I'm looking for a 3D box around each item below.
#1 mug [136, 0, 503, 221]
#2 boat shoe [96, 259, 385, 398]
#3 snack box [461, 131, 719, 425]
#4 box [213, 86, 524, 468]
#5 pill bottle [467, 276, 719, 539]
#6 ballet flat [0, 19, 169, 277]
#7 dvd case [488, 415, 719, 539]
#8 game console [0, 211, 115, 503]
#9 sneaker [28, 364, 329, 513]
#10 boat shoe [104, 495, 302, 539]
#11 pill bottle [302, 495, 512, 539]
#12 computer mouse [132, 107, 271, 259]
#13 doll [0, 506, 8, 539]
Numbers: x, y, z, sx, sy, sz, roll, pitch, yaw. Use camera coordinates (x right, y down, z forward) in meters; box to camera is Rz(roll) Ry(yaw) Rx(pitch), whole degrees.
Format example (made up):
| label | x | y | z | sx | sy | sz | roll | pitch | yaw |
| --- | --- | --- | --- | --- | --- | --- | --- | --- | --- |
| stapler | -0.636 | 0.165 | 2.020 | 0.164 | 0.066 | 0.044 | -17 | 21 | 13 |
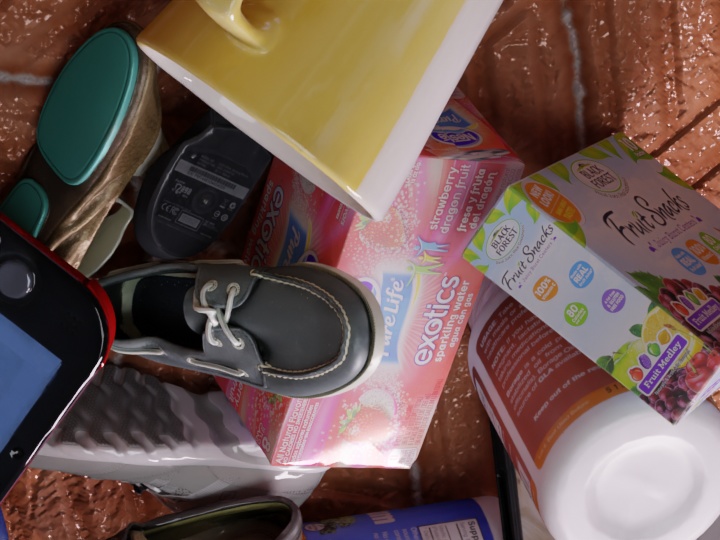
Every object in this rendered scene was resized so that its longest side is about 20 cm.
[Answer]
| label | x | y | z | sx | sy | sz | roll | pitch | yaw |
| --- | --- | --- | --- | --- | --- | --- | --- | --- | --- |
| mug | -0.003 | -0.126 | 1.323 | 0.149 | 0.187 | 0.153 | 38 | 88 | -9 |
| boat shoe | -0.071 | 0.029 | 1.440 | 0.062 | 0.200 | 0.073 | -3 | 98 | -44 |
| snack box | 0.152 | -0.001 | 1.460 | 0.142 | 0.200 | 0.053 | 37 | 112 | 11 |
| box | 0.000 | 0.000 | 1.490 | 0.095 | 0.103 | 0.200 | 3 | 122 | -30 |
| pill bottle | 0.125 | 0.063 | 1.515 | 0.112 | 0.200 | 0.112 | -8 | 124 | -12 |
| ballet flat | -0.145 | -0.046 | 1.455 | 0.072 | 0.068 | 0.200 | 8 | 121 | -44 |
| dvd case | 0.150 | 0.161 | 1.602 | 0.142 | 0.200 | 0.018 | 1 | 164 | -25 |
| game console | -0.241 | 0.045 | 1.447 | 0.177 | 0.031 | 0.200 | 36 | 111 | -3 |
| sneaker | -0.110 | 0.110 | 1.550 | 0.200 | 0.075 | 0.082 | 7 | 126 | -16 |
| boat shoe | -0.123 | 0.170 | 1.516 | 0.200 | 0.073 | 0.065 | -23 | 148 | -24 |
| pill bottle | 0.044 | 0.194 | 1.627 | 0.200 | 0.112 | 0.112 | -8 | 123 | -13 |
| computer mouse | -0.058 | -0.092 | 1.436 | 0.059 | 0.034 | 0.200 | 27 | 103 | -41 |
| doll | -0.242 | 0.107 | 1.513 | 0.136 | 0.048 | 0.200 | 3 | 116 | 16 |
